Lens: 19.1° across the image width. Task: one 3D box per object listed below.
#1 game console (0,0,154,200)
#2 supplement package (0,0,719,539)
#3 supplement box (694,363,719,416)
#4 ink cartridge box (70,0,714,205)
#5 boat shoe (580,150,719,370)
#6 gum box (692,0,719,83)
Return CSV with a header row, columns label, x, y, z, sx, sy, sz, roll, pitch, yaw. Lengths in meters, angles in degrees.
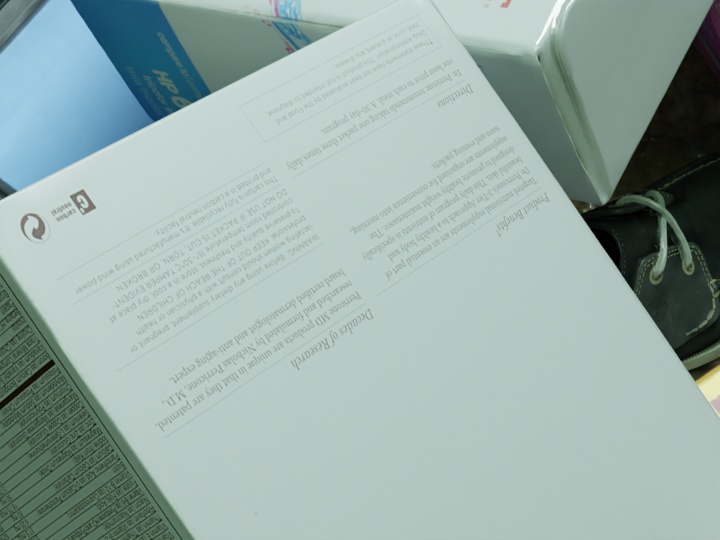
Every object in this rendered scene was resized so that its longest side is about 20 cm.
label,x,y,z,sx,sy,sz,roll,pitch,yaw
game console,-0.065,-0.062,0.822,0.171,0.118,0.200,40,58,-8
supplement package,-0.021,0.061,0.624,0.191,0.147,0.200,-33,87,-44
supplement box,0.179,0.127,0.747,0.131,0.103,0.200,-34,66,-13
ink cartridge box,0.020,-0.114,0.754,0.200,0.085,0.145,12,59,34
boat shoe,0.108,0.003,0.833,0.200,0.068,0.072,-30,65,-16
gum box,0.138,-0.145,0.848,0.066,0.114,0.200,-32,52,6
